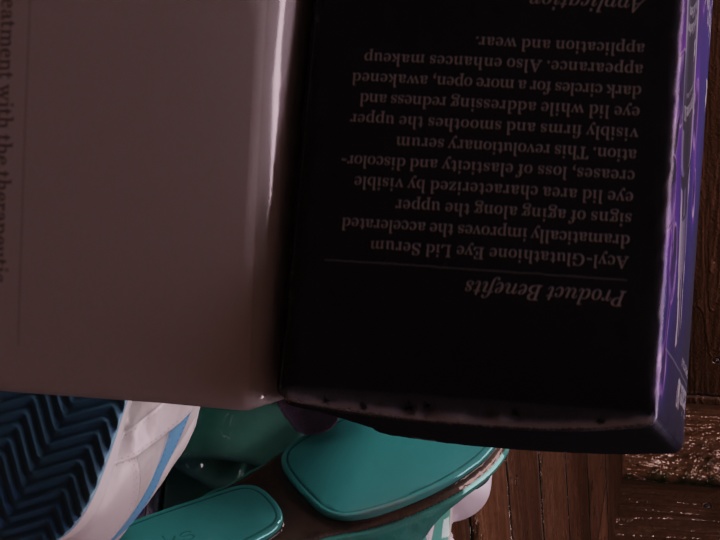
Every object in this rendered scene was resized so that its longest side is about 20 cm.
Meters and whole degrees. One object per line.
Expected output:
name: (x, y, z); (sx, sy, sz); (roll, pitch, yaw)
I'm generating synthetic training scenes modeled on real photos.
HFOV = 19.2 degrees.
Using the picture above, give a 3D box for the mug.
mug: (-0.022, 0.119, 1.009); (0.185, 0.114, 0.153); (-35, 127, -74)

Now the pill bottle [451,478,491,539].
pill bottle: (0.036, 0.092, 1.395); (0.111, 0.110, 0.201); (60, 34, -68)

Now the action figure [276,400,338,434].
action figure: (0.000, 0.000, 0.975); (0.070, 0.130, 0.200); (62, 11, -13)

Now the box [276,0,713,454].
box: (0.048, -0.049, 0.631); (0.148, 0.104, 0.201); (29, 65, -77)

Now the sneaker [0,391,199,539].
sneaker: (-0.086, 0.020, 0.839); (0.200, 0.076, 0.081); (-59, 164, -9)

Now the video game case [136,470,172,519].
video game case: (-0.099, 0.072, 0.970); (0.181, 0.025, 0.201); (21, 72, -77)

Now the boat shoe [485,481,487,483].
boat shoe: (0.017, 0.084, 1.218); (0.200, 0.068, 0.072); (-149, -129, -67)

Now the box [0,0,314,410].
box: (-0.081, -0.066, 0.677); (0.200, 0.171, 0.200); (-5, 98, -77)

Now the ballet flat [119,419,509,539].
ballet flat: (-0.027, 0.113, 0.901); (0.067, 0.199, 0.071); (49, -28, 42)
